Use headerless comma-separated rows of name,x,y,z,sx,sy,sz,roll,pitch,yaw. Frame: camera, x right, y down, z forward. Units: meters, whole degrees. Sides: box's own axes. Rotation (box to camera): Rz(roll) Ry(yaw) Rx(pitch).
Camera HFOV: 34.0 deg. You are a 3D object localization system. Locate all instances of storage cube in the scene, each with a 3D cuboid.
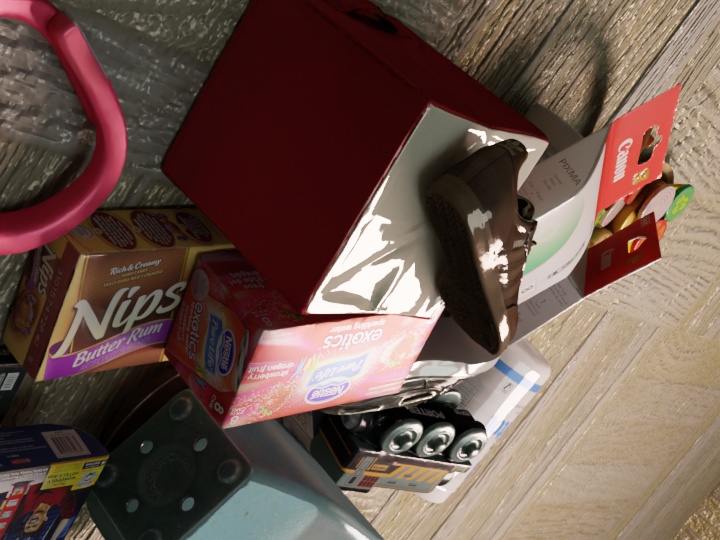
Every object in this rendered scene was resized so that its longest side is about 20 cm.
storage cube,-0.004,-0.084,0.875,0.170,0.180,0.201,6,121,-53

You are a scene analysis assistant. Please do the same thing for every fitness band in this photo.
fitness band,-0.225,-0.091,0.739,0.143,0.037,0.201,-36,147,-13

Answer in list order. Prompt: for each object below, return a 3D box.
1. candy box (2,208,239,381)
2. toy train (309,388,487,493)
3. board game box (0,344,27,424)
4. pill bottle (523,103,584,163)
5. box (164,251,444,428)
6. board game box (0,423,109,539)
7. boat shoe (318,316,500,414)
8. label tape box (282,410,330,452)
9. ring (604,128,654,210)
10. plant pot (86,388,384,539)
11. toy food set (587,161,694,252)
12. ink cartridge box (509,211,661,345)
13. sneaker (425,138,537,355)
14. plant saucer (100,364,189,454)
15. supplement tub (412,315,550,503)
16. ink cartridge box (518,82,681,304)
candy box,-0.164,0.013,0.912,0.199,0.056,0.117,-6,131,-49
toy train,0.042,0.174,1.192,0.199,0.085,0.114,16,121,-45
board game box,-0.342,0.139,0.867,0.135,0.028,0.201,3,125,-52
pill bottle,0.139,-0.056,1.148,0.200,0.114,0.114,-48,149,4
box,-0.043,0.046,0.945,0.199,0.096,0.100,-5,131,-44
board game box,-0.318,0.204,0.884,0.199,0.062,0.201,2,127,-52
boat shoe,0.043,0.091,1.094,0.199,0.071,0.064,-5,130,-33
label tape box,-0.010,0.120,1.220,0.143,0.066,0.201,-31,145,-23
ring,0.238,-0.086,1.214,0.201,0.019,0.200,-51,-173,9
plant pot,-0.124,0.216,1.012,0.196,0.196,0.200,-42,140,-7
toy food set,0.320,-0.052,1.440,0.199,0.049,0.199,-5,130,-48
ink cartridge box,0.225,-0.010,1.233,0.176,0.045,0.200,-33,-174,18
sneaker,0.100,-0.011,0.844,0.075,0.070,0.200,-39,149,-14
plant saucer,-0.166,0.145,1.083,0.200,0.037,0.201,-31,145,-24
supplement tub,0.107,0.146,1.330,0.200,0.132,0.132,-53,149,10
ink cartridge box,0.186,-0.053,0.983,0.199,0.050,0.161,-27,156,-5
